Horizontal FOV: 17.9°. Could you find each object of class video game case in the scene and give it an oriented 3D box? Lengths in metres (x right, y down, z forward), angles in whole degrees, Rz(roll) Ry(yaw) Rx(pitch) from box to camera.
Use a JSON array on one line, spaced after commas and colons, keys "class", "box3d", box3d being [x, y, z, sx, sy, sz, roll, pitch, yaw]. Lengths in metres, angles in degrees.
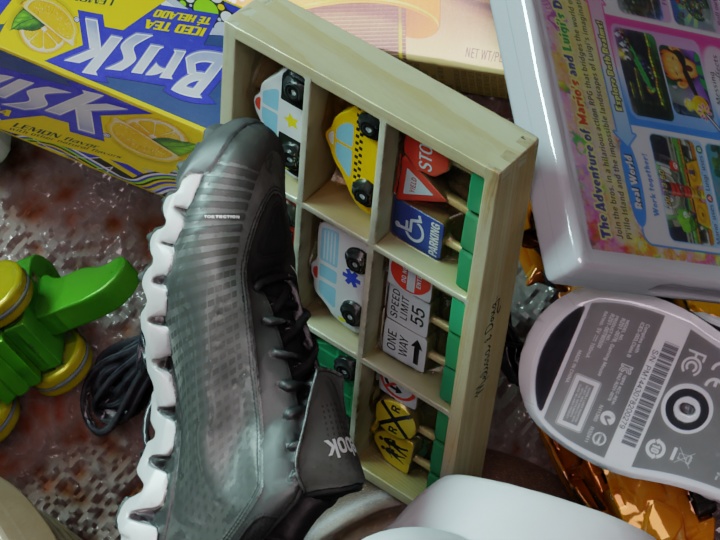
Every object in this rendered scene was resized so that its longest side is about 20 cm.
[{"class": "video game case", "box3d": [0.126, -0.082, 0.904, 0.182, 0.024, 0.200, 7, 65, -38]}]

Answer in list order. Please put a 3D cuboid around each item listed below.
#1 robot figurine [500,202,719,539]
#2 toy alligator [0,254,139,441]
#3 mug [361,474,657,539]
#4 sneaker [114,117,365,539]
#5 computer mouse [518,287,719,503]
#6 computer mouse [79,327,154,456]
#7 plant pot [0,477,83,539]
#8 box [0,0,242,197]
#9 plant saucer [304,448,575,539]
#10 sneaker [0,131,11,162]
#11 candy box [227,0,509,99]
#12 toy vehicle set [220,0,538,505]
[{"class": "robot figurine", "box3d": [0.122, 0.029, 0.945, 0.145, 0.058, 0.200, -22, 82, -6]}, {"class": "toy alligator", "box3d": [-0.183, 0.047, 0.979, 0.200, 0.059, 0.054, -36, 38, 3]}, {"class": "mug", "box3d": [0.034, 0.165, 0.839, 0.148, 0.200, 0.175, 9, 76, 35]}, {"class": "sneaker", "box3d": [-0.035, 0.047, 0.833, 0.090, 0.066, 0.200, 11, 96, 24]}, {"class": "computer mouse", "box3d": [0.159, 0.059, 0.885, 0.200, 0.044, 0.110, 24, 104, 2]}, {"class": "computer mouse", "box3d": [-0.049, 0.099, 0.915, 0.046, 0.140, 0.200, 0, 59, -33]}, {"class": "plant pot", "box3d": [-0.138, 0.178, 0.915, 0.093, 0.201, 0.201, 2, 87, -40]}, {"class": "box", "box3d": [-0.110, -0.087, 0.932, 0.200, 0.070, 0.064, 23, 62, -18]}, {"class": "plant saucer", "box3d": [0.032, 0.172, 0.952, 0.200, 0.034, 0.200, 0, 84, 5]}, {"class": "sneaker", "box3d": [-0.159, -0.143, 0.989, 0.080, 0.070, 0.200, -4, 82, 1]}, {"class": "candy box", "box3d": [0.012, -0.143, 0.981, 0.200, 0.055, 0.116, 9, 83, 6]}, {"class": "toy vehicle set", "box3d": [0.000, 0.000, 0.892, 0.124, 0.200, 0.027, 30, 50, 23]}]
